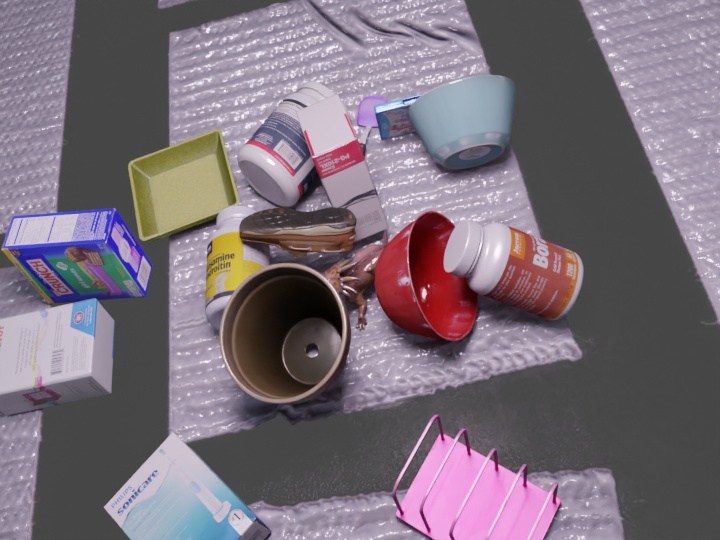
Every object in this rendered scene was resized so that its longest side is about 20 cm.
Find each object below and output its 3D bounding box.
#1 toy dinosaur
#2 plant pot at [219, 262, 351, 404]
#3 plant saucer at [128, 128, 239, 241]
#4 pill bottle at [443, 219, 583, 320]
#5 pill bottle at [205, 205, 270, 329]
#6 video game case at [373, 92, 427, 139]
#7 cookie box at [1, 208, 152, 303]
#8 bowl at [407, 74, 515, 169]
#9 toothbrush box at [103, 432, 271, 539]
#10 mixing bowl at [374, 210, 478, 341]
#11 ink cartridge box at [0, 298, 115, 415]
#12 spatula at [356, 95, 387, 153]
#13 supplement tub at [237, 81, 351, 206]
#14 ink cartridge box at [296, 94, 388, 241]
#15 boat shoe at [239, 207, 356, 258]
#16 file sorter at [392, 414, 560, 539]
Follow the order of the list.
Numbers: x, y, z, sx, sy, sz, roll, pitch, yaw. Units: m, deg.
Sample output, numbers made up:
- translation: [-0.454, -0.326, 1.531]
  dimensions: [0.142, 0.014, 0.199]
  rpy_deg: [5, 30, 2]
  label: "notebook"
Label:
- translation: [0.000, 0.000, 1.283]
  dimensions: [0.085, 0.136, 0.201]
  rpy_deg: [32, 69, 27]
  label: "toy dinosaur"
- translation: [-0.094, 0.111, 1.200]
  dimensions: [0.195, 0.174, 0.205]
  rpy_deg: [-4, 74, 13]
  label: "plant pot"
- translation: [-0.334, -0.154, 1.498]
  dimensions: [0.195, 0.048, 0.203]
  rpy_deg: [-20, 57, -1]
  label: "plant saucer"
- translation: [0.233, -0.005, 1.204]
  dimensions: [0.196, 0.112, 0.114]
  rpy_deg: [19, 59, -14]
  label: "pill bottle"
- translation: [-0.209, -0.005, 1.344]
  dimensions: [0.109, 0.113, 0.204]
  rpy_deg: [-9, 57, 6]
  label: "pill bottle"
- translation: [0.126, -0.291, 1.432]
  dimensions: [0.195, 0.143, 0.018]
  rpy_deg: [-12, 80, 4]
  label: "video game case"
- translation: [-0.494, -0.022, 1.381]
  dimensions: [0.195, 0.173, 0.077]
  rpy_deg: [-3, 54, 10]
  label: "cookie box"
- translation: [0.187, -0.249, 1.378]
  dimensions: [0.196, 0.201, 0.108]
  rpy_deg: [-12, 78, 4]
  label: "bowl"
- translation: [-0.253, 0.364, 1.147]
  dimensions: [0.198, 0.086, 0.147]
  rpy_deg: [35, 72, 27]
  label: "toothbrush box"
- translation: [0.092, 0.019, 1.242]
  dimensions: [0.107, 0.199, 0.204]
  rpy_deg: [-15, 51, 37]
  label: "mixing bowl"
- translation: [-0.530, 0.148, 1.336]
  dimensions: [0.195, 0.085, 0.147]
  rpy_deg: [-11, 57, 4]
  label: "ink cartridge box"
- translation: [0.006, -0.251, 1.501]
  dimensions: [0.055, 0.021, 0.204]
  rpy_deg: [7, 62, 14]
  label: "spatula"
- translation: [-0.120, -0.233, 1.446]
  dimensions: [0.139, 0.141, 0.201]
  rpy_deg: [28, 68, 25]
  label: "supplement tub"
- translation: [-0.030, -0.170, 1.340]
  dimensions: [0.083, 0.202, 0.146]
  rpy_deg: [-22, 43, 1]
  label: "ink cartridge box"
- translation: [-0.102, -0.055, 1.290]
  dimensions: [0.195, 0.075, 0.076]
  rpy_deg: [0, 33, 9]
  label: "boat shoe"
- translation: [0.157, 0.310, 1.070]
  dimensions: [0.197, 0.126, 0.140]
  rpy_deg: [25, 67, 24]
  label: "file sorter"
